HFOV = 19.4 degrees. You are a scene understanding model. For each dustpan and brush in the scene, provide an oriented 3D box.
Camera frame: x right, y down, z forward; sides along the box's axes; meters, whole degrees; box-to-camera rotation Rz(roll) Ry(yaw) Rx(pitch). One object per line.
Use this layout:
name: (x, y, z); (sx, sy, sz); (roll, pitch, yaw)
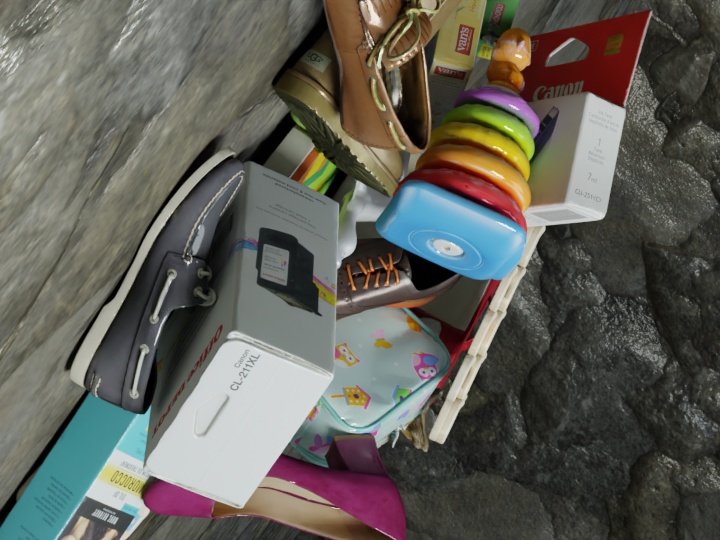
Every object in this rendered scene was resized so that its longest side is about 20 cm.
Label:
dustpan and brush: (0.005, -0.070, 1.691); (0.201, 0.057, 0.140); (-88, -169, -45)

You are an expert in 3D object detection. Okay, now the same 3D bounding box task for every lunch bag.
lunch bag: (-0.029, 0.061, 1.741); (0.160, 0.200, 0.077); (-31, 160, -45)

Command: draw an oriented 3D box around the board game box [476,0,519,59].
board game box: (0.132, -0.278, 1.779); (0.200, 0.029, 0.136); (103, 2, -73)

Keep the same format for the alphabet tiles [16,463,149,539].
alphabet tiles: (-0.203, 0.172, 1.674); (0.200, 0.015, 0.196); (-50, 156, -15)

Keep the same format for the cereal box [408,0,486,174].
cereal box: (0.069, -0.178, 1.765); (0.200, 0.039, 0.145); (113, -10, -62)

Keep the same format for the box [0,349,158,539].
box: (-0.196, 0.152, 1.593); (0.201, 0.049, 0.082); (-57, 151, -2)

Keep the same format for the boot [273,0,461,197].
boot: (0.038, -0.169, 1.538); (0.201, 0.066, 0.175); (-54, 152, -8)

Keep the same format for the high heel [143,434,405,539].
high heel: (-0.063, 0.184, 1.614); (0.198, 0.097, 0.068); (-10, 146, -15)

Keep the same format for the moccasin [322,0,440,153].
moccasin: (0.018, -0.160, 1.399); (0.074, 0.077, 0.203); (-43, 144, -39)

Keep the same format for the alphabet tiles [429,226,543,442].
alphabet tiles: (0.108, 0.050, 1.769); (0.196, 0.015, 0.201); (-6, 120, -85)

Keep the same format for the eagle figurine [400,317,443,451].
eagle figurine: (-0.032, 0.102, 1.853); (0.152, 0.198, 0.152); (148, -43, -68)

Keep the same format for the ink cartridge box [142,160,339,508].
ink cartridge box: (-0.083, 0.045, 1.498); (0.146, 0.082, 0.201); (-55, -159, 33)

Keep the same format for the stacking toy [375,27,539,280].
stacking toy: (0.098, -0.102, 1.643); (0.116, 0.109, 0.201); (127, -16, -67)

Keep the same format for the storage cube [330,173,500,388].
storage cube: (0.046, -0.013, 1.970); (0.172, 0.199, 0.180); (-59, 175, -24)

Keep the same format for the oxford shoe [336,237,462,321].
oxford shoe: (0.000, 0.000, 1.690); (0.199, 0.072, 0.072); (-11, 172, -36)

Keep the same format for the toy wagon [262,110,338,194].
toy wagon: (-0.046, -0.080, 1.665); (0.156, 0.039, 0.200); (-58, 173, 29)

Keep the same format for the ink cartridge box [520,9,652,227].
ink cartridge box: (0.142, -0.124, 1.710); (0.199, 0.044, 0.178); (-5, -111, 58)

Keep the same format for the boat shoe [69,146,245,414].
boat shoe: (-0.126, 0.010, 1.453); (0.201, 0.063, 0.073); (-57, 170, 12)
